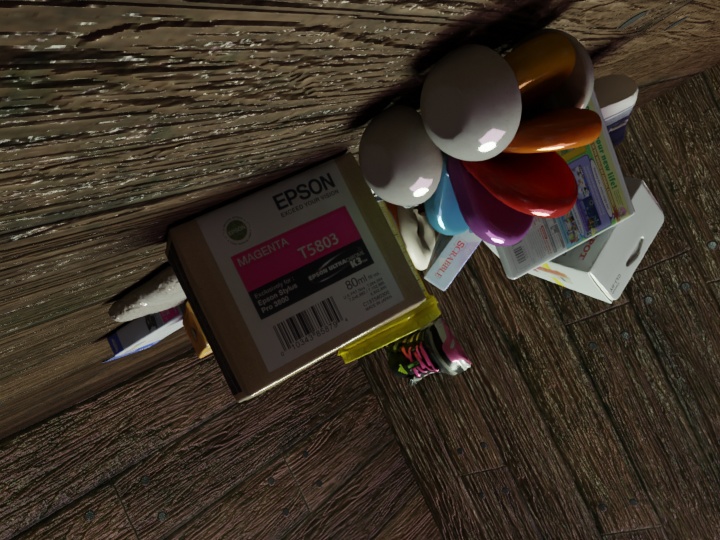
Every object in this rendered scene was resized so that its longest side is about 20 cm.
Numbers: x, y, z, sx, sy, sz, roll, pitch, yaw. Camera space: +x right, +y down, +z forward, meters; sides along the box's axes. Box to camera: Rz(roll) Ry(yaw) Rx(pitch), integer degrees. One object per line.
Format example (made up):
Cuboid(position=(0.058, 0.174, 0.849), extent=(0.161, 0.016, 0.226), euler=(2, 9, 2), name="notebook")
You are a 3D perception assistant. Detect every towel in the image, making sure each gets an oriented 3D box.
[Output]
Cuboid(position=(-0.209, 0.013, 0.844), extent=(0.131, 0.035, 0.199), euler=(-29, 178, 27), name="towel")

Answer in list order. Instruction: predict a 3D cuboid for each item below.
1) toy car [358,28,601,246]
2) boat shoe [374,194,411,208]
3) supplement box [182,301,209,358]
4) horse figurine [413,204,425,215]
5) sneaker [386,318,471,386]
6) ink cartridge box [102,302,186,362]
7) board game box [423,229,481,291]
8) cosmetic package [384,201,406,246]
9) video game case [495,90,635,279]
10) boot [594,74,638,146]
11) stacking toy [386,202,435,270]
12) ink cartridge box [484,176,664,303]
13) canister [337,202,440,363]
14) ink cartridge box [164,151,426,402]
Cuboid(position=(0.111, -0.098, 0.560), extent=(0.174, 0.152, 0.199), euler=(-26, 178, -39), name="toy car")
Cuboid(position=(0.059, -0.109, 0.806), extent=(0.197, 0.069, 0.072), euler=(-27, 178, -5), name="boat shoe")
Cuboid(position=(-0.213, 0.076, 0.955), extent=(0.068, 0.067, 0.200), euler=(-27, 178, -18), name="supplement box")
Cuboid(position=(0.149, -0.139, 1.083), extent=(0.133, 0.050, 0.200), euler=(-54, 176, 10), name="horse figurine")
Cuboid(position=(0.082, 0.114, 0.883), extent=(0.087, 0.074, 0.200), euler=(-33, -176, -7), name="sneaker")
Cuboid(position=(-0.322, 0.083, 1.079), extent=(0.198, 0.042, 0.119), euler=(-32, 176, 25), name="ink cartridge box")
Cuboid(position=(0.178, -0.092, 1.024), extent=(0.201, 0.041, 0.200), euler=(-57, -178, 27), name="board game box")
Cuboid(position=(-0.030, -0.036, 1.039), extent=(0.071, 0.107, 0.199), euler=(-25, 176, -41), name="cosmetic package")
Cuboid(position=(0.217, -0.120, 0.786), extent=(0.180, 0.203, 0.022), euler=(-26, -168, -9), name="video game case")
Cuboid(position=(0.260, -0.174, 0.854), extent=(0.196, 0.073, 0.091), euler=(-18, 141, -4), name="boot")
Cuboid(position=(0.017, -0.061, 1.105), extent=(0.196, 0.149, 0.146), euler=(-10, -175, 23), name="stacking toy")
Cuboid(position=(0.290, -0.062, 0.926), extent=(0.199, 0.083, 0.147), euler=(25, -100, 53), name="ink cartridge box")
Cuboid(position=(0.000, 0.000, 0.893), extent=(0.147, 0.203, 0.086), euler=(-27, 178, 19), name="canister")
Cuboid(position=(-0.061, 0.004, 0.634), extent=(0.198, 0.167, 0.075), euler=(-27, 177, -22), name="ink cartridge box")
